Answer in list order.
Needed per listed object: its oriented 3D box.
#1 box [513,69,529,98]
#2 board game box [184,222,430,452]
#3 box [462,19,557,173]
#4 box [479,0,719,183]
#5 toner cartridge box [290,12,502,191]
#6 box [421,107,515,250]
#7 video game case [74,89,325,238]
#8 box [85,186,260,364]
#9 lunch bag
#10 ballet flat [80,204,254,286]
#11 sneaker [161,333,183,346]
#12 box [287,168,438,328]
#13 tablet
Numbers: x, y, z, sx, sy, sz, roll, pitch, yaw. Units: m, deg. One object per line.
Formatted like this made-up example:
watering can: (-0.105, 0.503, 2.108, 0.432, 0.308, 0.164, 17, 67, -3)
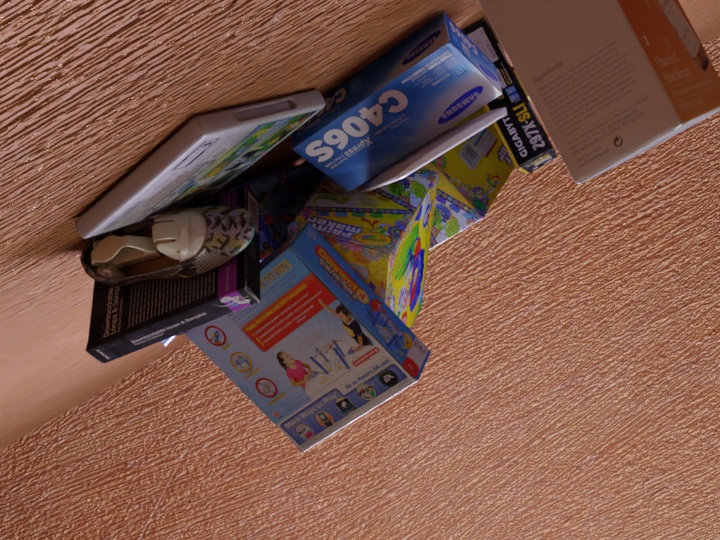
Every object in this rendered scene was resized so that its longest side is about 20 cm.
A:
box: (0.290, -0.307, 1.556, 0.199, 0.050, 0.075, -30, 177, 18)
board game box: (-0.060, 0.079, 1.140, 0.200, 0.196, 0.056, -36, -168, 36)
box: (0.170, -0.194, 1.201, 0.049, 0.161, 0.200, -29, 178, 12)
box: (0.212, -0.200, 0.908, 0.106, 0.201, 0.152, -29, 178, 38)
toner cartridge box: (0.033, -0.163, 1.043, 0.199, 0.043, 0.095, -31, 138, 27)
box: (0.102, -0.136, 1.378, 0.192, 0.122, 0.200, -31, -162, 50)
video game case: (-0.151, -0.102, 0.989, 0.199, 0.022, 0.182, -32, 176, 37)
box: (-0.199, 0.005, 1.109, 0.199, 0.144, 0.036, -20, 138, 17)
lunch bag: (-0.125, -0.075, 1.274, 0.150, 0.094, 0.200, -25, -167, 36)
ballet flat: (-0.205, -0.025, 1.061, 0.199, 0.073, 0.072, -14, -176, 24)
sneaker: (-0.224, 0.014, 1.204, 0.078, 0.070, 0.200, -37, -145, -3)
box: (0.000, 0.000, 1.230, 0.193, 0.121, 0.201, -58, 158, -51)
tablet: (0.068, -0.123, 1.081, 0.130, 0.014, 0.200, -32, -174, -10)
